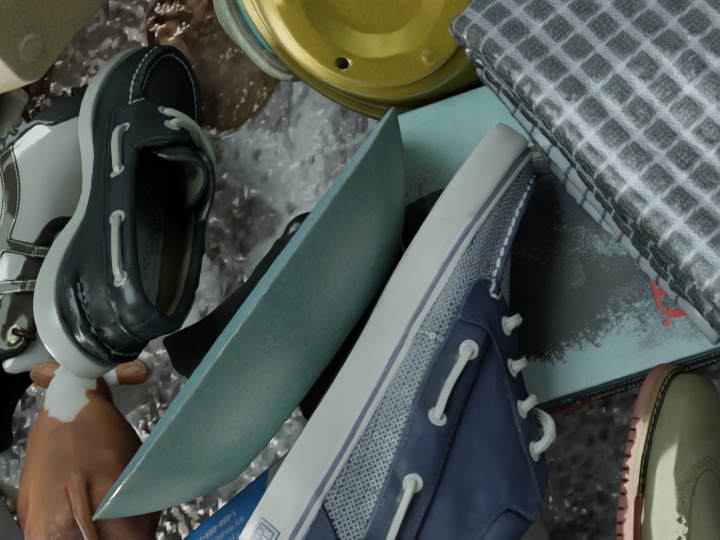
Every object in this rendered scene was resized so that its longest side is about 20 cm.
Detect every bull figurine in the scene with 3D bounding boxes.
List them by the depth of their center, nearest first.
[{"bbox_3d":[-0.120,0.109,0.943,0.064,0.200,0.123,-12,105,0],"label":"bull figurine"}]

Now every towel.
[{"bbox_3d":[0.151,-0.076,0.775,0.165,0.086,0.200,-40,60,-1],"label":"towel"}]

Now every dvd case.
[{"bbox_3d":[0.113,-0.026,0.829,0.198,0.022,0.147,-17,65,10],"label":"dvd case"}]

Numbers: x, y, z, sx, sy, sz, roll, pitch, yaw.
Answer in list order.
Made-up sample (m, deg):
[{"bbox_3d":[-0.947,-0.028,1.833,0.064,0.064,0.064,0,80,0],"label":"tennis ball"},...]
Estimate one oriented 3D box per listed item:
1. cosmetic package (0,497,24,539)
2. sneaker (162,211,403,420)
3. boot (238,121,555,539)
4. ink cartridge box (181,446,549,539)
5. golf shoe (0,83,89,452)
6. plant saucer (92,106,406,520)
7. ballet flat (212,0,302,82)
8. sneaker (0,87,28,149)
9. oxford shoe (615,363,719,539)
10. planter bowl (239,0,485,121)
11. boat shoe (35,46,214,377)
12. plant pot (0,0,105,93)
[{"bbox_3d":[-0.215,0.156,1.001,0.090,0.106,0.200,-52,45,11],"label":"cosmetic package"},{"bbox_3d":[0.002,0.000,0.925,0.200,0.060,0.104,-50,56,18],"label":"sneaker"},{"bbox_3d":[0.039,0.044,0.781,0.090,0.073,0.201,31,68,0],"label":"boot"},{"bbox_3d":[0.015,0.170,0.831,0.146,0.085,0.201,-41,55,32],"label":"ink cartridge box"},{"bbox_3d":[-0.164,0.004,1.055,0.094,0.078,0.201,41,108,29],"label":"golf shoe"},{"bbox_3d":[-0.032,0.027,0.817,0.039,0.201,0.202,37,102,-4],"label":"plant saucer"},{"bbox_3d":[-0.051,-0.162,1.031,0.063,0.067,0.201,113,148,-53],"label":"ballet flat"},{"bbox_3d":[-0.243,-0.033,1.122,0.090,0.067,0.202,21,85,46],"label":"sneaker"},{"bbox_3d":[0.141,0.133,0.767,0.073,0.071,0.202,-9,84,30],"label":"oxford shoe"},{"bbox_3d":[0.015,-0.134,0.869,0.199,0.201,0.084,-24,17,30],"label":"planter bowl"},{"bbox_3d":[-0.097,-0.037,0.975,0.060,0.076,0.201,-23,44,30],"label":"boat shoe"},{"bbox_3d":[-0.206,-0.198,1.018,0.176,0.200,0.200,24,70,47],"label":"plant pot"}]
